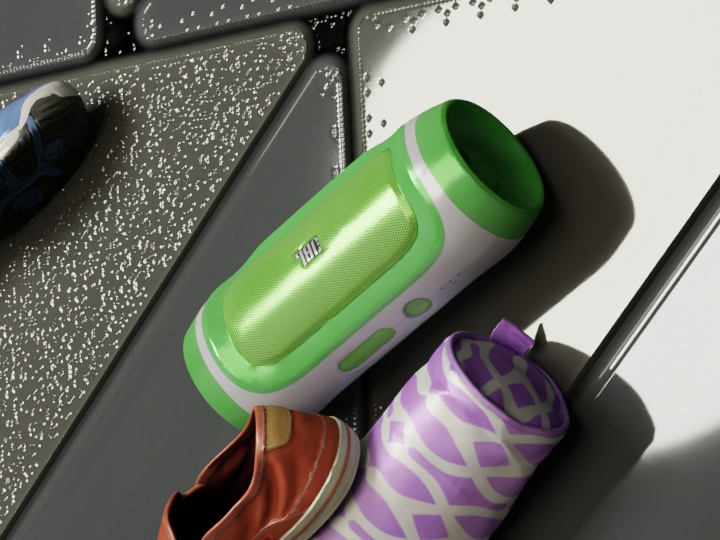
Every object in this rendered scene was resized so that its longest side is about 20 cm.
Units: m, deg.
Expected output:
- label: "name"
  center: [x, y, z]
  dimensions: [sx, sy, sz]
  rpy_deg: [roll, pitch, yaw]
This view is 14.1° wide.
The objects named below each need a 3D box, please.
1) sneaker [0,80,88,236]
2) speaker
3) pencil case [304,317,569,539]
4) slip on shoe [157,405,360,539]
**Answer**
- label: "sneaker"
  center: [-0.237, -0.052, 1.685]
  dimensions: [0.200, 0.076, 0.077]
  rpy_deg: [-39, 68, 27]
- label: "speaker"
  center: [0.000, 0.000, 1.491]
  dimensions: [0.200, 0.088, 0.089]
  rpy_deg: [-41, 63, 27]
- label: "pencil case"
  center: [0.022, 0.121, 1.469]
  dimensions: [0.084, 0.086, 0.200]
  rpy_deg: [38, 113, -5]
- label: "slip on shoe"
  center: [-0.079, 0.139, 1.468]
  dimensions: [0.200, 0.061, 0.074]
  rpy_deg: [-49, 27, 28]
